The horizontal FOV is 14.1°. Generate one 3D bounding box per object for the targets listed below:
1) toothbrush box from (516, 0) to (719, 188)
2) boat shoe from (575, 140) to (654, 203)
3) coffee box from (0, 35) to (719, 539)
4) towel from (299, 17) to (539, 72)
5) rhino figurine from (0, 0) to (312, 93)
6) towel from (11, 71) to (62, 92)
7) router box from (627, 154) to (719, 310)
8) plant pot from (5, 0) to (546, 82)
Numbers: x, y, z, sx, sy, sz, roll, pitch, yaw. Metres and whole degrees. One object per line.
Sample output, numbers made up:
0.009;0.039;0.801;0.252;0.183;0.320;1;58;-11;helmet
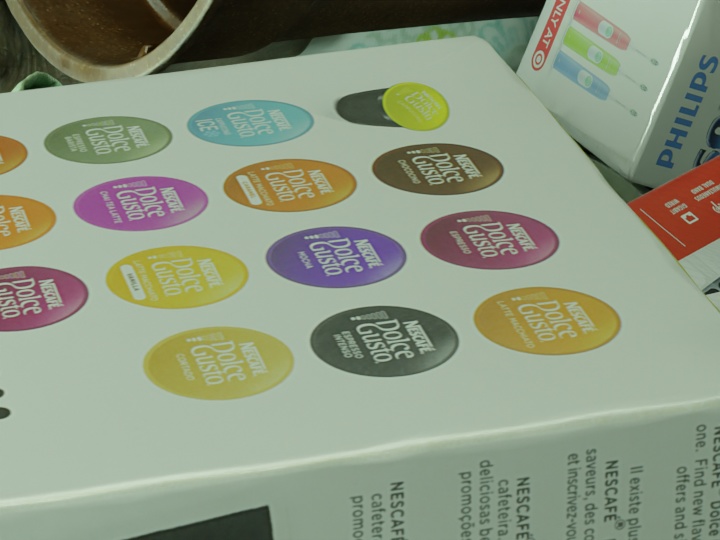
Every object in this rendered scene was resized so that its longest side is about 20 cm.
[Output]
0.174;-0.090;0.990;0.199;0.146;0.086;12;18;-33;toothbrush box
0.079;-0.012;0.998;0.060;0.072;0.202;0;28;-39;boat shoe
-0.032;0.082;0.665;0.197;0.201;0.200;-7;27;-13;coffee box
-0.016;-0.132;1.153;0.199;0.172;0.048;8;-10;19;towel
-0.098;-0.102;1.070;0.199;0.088;0.060;-17;-4;-27;rhino figurine
-0.156;0.032;0.801;0.023;0.200;0.153;40;9;-9;towel
0.143;0.044;0.841;0.179;0.049;0.200;39;44;26;router box
-0.004;-0.163;1.000;0.197;0.201;0.200;-1;22;-34;plant pot
